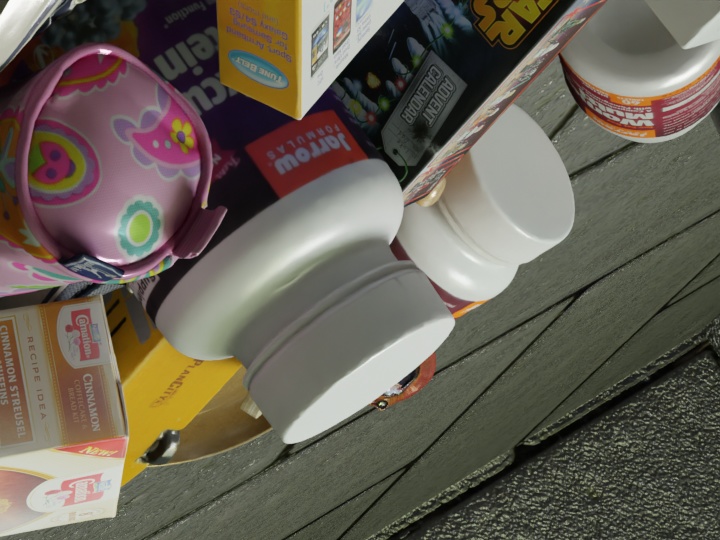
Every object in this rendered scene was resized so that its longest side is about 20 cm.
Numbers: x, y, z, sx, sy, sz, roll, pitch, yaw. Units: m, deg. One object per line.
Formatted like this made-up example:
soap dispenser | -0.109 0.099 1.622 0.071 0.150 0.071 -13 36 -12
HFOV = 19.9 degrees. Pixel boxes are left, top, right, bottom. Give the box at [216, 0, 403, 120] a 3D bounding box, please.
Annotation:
box | -0.003 -0.145 0.692 0.119 0.041 0.200 -51 156 -33

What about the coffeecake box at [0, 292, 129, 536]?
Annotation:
coffeecake box | -0.215 0.083 0.962 0.199 0.073 0.154 -10 162 -12

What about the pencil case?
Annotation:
pencil case | -0.134 -0.024 0.752 0.087 0.088 0.200 -26 -170 -39

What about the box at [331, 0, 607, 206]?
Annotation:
box | 0.027 -0.132 0.815 0.040 0.137 0.200 -27 165 -46

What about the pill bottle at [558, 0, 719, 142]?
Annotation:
pill bottle | 0.176 -0.141 1.264 0.109 0.110 0.200 -36 168 3

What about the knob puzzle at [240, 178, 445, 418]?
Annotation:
knob puzzle | 0.000 0.000 1.036 0.220 0.030 0.220 -59 179 -2

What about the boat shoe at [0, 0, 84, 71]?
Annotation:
boat shoe | -0.107 -0.105 0.695 0.200 0.075 0.093 -40 162 18

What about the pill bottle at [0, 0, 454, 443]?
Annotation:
pill bottle | -0.053 -0.036 0.809 0.111 0.200 0.111 -34 168 -8

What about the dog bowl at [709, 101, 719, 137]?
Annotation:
dog bowl | 0.267 -0.138 1.351 0.058 0.201 0.200 -18 167 -2

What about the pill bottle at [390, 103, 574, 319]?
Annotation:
pill bottle | 0.023 -0.017 1.229 0.200 0.115 0.114 -31 173 36

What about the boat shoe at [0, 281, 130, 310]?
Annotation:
boat shoe | -0.092 -0.012 0.977 0.200 0.093 0.075 -44 -168 32

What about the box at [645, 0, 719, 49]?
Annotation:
box | 0.210 -0.207 1.070 0.200 0.125 0.097 -22 162 -50

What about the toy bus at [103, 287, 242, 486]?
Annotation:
toy bus | -0.114 0.043 1.093 0.065 0.078 0.200 13 130 -42

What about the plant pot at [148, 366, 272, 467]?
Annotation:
plant pot | -0.108 0.040 1.177 0.199 0.028 0.201 -11 138 -10

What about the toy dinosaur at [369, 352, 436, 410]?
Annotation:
toy dinosaur | 0.022 0.034 1.402 0.105 0.200 0.182 -42 126 -17
